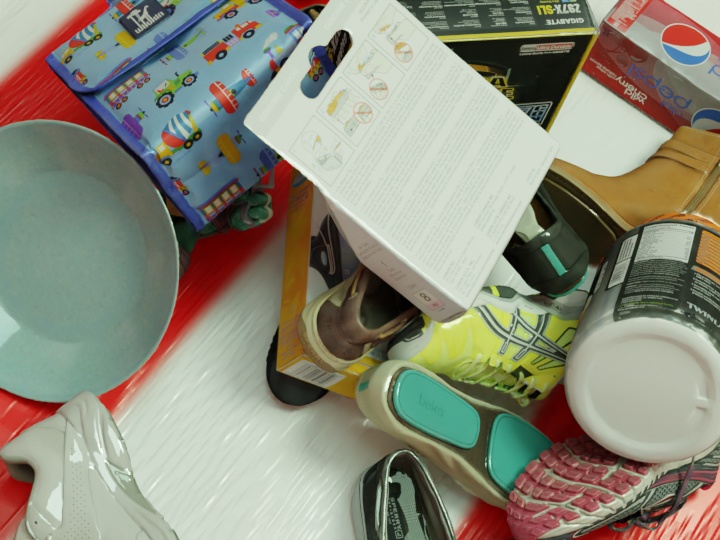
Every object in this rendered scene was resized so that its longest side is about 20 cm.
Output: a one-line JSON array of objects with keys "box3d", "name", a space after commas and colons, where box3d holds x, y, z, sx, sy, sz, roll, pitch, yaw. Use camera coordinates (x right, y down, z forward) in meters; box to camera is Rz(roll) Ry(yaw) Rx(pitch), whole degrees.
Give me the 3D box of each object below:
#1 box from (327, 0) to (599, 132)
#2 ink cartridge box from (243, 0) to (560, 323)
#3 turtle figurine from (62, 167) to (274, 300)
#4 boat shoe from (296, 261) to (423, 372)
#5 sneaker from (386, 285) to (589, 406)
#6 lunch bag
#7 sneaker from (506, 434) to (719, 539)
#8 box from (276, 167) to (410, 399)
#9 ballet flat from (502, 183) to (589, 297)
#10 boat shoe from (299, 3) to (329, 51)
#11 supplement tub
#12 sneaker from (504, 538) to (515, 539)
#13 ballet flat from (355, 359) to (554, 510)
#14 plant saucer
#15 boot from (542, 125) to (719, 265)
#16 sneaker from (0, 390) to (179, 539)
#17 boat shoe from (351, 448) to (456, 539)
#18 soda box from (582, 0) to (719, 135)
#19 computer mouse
[{"box3d": [0.068, -0.152, 1.261, 0.200, 0.160, 0.049, -5, 63, -16], "name": "box"}, {"box3d": [0.027, -0.086, 1.102, 0.200, 0.057, 0.163, 37, 61, -9], "name": "ink cartridge box"}, {"box3d": [-0.124, -0.063, 1.202, 0.150, 0.101, 0.200, 33, 71, 24], "name": "turtle figurine"}, {"box3d": [0.034, 0.000, 1.153, 0.072, 0.072, 0.200, 54, 44, -4], "name": "boat shoe"}, {"box3d": [0.110, 0.059, 1.177, 0.200, 0.075, 0.077, -4, 65, -34], "name": "sneaker"}, {"box3d": [-0.128, -0.151, 1.158, 0.151, 0.094, 0.200, -41, 51, -7], "name": "lunch bag"}, {"box3d": [0.192, 0.157, 1.143, 0.200, 0.075, 0.081, -20, 28, -30], "name": "sneaker"}, {"box3d": [0.000, 0.000, 1.203, 0.119, 0.041, 0.200, 23, 52, -30], "name": "box"}, {"box3d": [0.111, -0.055, 1.215, 0.068, 0.068, 0.200, -41, 37, 0], "name": "ballet flat"}, {"box3d": [-0.031, -0.177, 1.303, 0.200, 0.072, 0.072, -8, 63, -17], "name": "boat shoe"}, {"box3d": [0.222, 0.040, 1.153, 0.122, 0.123, 0.200, 28, 30, 4], "name": "supplement tub"}, {"box3d": [0.182, 0.218, 1.099, 0.200, 0.116, 0.076, 18, 58, -3], "name": "sneaker"}, {"box3d": [0.075, 0.125, 1.151, 0.200, 0.069, 0.070, 36, 54, -26], "name": "ballet flat"}, {"box3d": [-0.216, -0.007, 1.135, 0.201, 0.039, 0.201, 2, 96, 16], "name": "plant saucer"}, {"box3d": [0.239, -0.071, 1.302, 0.200, 0.077, 0.155, 28, 58, 5], "name": "boot"}, {"box3d": [-0.179, 0.184, 1.070, 0.099, 0.078, 0.200, -26, 62, -16], "name": "sneaker"}, {"box3d": [0.038, 0.218, 1.092, 0.072, 0.071, 0.200, -11, 64, -19], "name": "boat shoe"}, {"box3d": [0.292, -0.157, 1.367, 0.200, 0.070, 0.063, 37, 60, 9], "name": "soda box"}, {"box3d": [-0.026, 0.015, 1.217, 0.059, 0.034, 0.200, 17, 58, -2], "name": "computer mouse"}]
